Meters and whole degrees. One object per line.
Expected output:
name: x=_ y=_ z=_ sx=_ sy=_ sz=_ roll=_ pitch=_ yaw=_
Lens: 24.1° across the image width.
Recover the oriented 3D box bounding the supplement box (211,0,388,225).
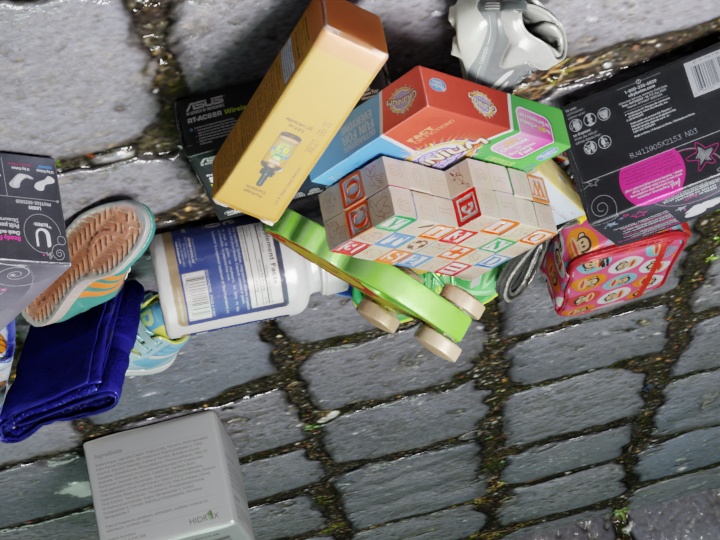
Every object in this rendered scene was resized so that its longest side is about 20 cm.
supplement box: x=-0.056 y=-0.137 z=1.440 sx=0.066 sy=0.069 sz=0.201 roll=21 pitch=122 yaw=-24

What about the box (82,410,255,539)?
box: x=-0.267 y=0.323 z=2.389 sx=0.198 sy=0.173 sz=0.199 roll=-13 pitch=159 yaw=0

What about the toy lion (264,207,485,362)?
toy lion: x=0.000 y=0.000 z=1.646 sx=0.191 sy=0.069 sz=0.200 roll=34 pitch=175 yaw=-30

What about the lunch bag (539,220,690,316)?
lunch bag: x=0.315 y=-0.022 z=2.041 sx=0.174 sy=0.083 sz=0.200 roll=-16 pitch=160 yaw=-7

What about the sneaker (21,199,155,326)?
sneaker: x=-0.267 y=-0.013 z=1.724 sx=0.199 sy=0.072 sz=0.080 roll=-35 pitch=169 yaw=33

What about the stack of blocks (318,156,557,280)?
stack of blocks: x=0.073 y=-0.051 z=1.547 sx=0.199 sy=0.059 sz=0.115 roll=10 pitch=150 yaw=-45

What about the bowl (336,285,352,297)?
bowl: x=0.046 y=-0.028 z=1.904 sx=0.198 sy=0.040 sz=0.201 roll=-12 pitch=159 yaw=-5

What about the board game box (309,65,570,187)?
board game box: x=0.070 y=-0.114 z=1.527 sx=0.199 sy=0.041 sz=0.152 roll=9 pitch=150 yaw=-44

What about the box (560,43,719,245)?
box: x=0.315 y=-0.127 z=1.683 sx=0.198 sy=0.134 sz=0.115 roll=-21 pitch=161 yaw=18

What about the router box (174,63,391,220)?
router box: x=-0.059 y=-0.124 z=1.571 sx=0.198 sy=0.063 sz=0.150 roll=-15 pitch=157 yaw=2

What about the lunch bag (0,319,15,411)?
lunch bag: x=-0.461 y=0.076 z=1.741 sx=0.198 sy=0.125 sz=0.170 roll=6 pitch=153 yaw=-15

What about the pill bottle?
pill bottle: x=-0.117 y=-0.001 z=1.771 sx=0.198 sy=0.112 sz=0.111 roll=-11 pitch=158 yaw=-7

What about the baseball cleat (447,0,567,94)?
baseball cleat: x=0.136 y=-0.181 z=1.519 sx=0.105 sy=0.071 sz=0.200 roll=3 pitch=162 yaw=14

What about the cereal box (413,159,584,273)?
cereal box: x=0.116 y=-0.061 z=1.735 sx=0.198 sy=0.040 sz=0.144 roll=-21 pitch=156 yaw=20

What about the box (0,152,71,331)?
box: x=-0.376 y=-0.016 z=1.569 sx=0.131 sy=0.116 sz=0.200 roll=4 pitch=152 yaw=-38

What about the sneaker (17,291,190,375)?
sneaker: x=-0.282 y=0.075 z=1.905 sx=0.198 sy=0.080 sz=0.130 roll=-12 pitch=163 yaw=-33

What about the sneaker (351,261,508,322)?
sneaker: x=0.080 y=0.012 z=1.868 sx=0.198 sy=0.075 sz=0.083 roll=-21 pitch=161 yaw=19

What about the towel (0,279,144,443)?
towel: x=-0.309 y=0.088 z=1.792 sx=0.146 sy=0.201 sz=0.050 roll=-19 pitch=121 yaw=16

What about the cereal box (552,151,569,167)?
cereal box: x=0.105 y=-0.116 z=1.723 sx=0.143 sy=0.040 sz=0.199 roll=-27 pitch=156 yaw=31

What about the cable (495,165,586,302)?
cable: x=0.219 y=-0.051 z=1.827 sx=0.201 sy=0.050 sz=0.097 roll=-52 pitch=153 yaw=-15
